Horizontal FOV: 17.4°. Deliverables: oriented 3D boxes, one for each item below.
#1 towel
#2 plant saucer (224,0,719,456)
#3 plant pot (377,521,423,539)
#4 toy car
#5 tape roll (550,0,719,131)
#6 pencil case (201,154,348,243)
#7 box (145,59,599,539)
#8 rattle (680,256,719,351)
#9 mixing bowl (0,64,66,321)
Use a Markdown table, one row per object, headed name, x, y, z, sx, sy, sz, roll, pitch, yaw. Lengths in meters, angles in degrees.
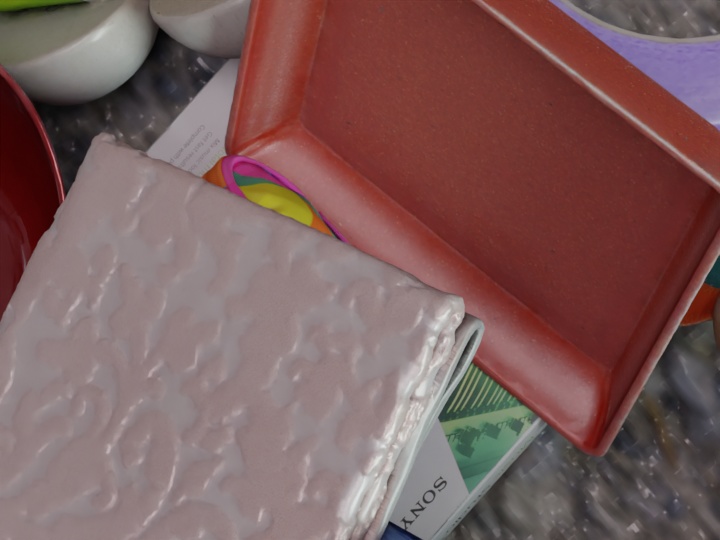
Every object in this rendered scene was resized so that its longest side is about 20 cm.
| name | x | y | z | sx | sy | sz | roll | pitch | yaw |
| --- | --- | --- | --- | --- | --- | --- | --- | --- | --- |
| towel | -0.071 | 0.069 | 0.830 | 0.190 | 0.032 | 0.201 | 23 | 85 | 36 |
| plant saucer | 0.043 | -0.044 | 0.864 | 0.199 | 0.200 | 0.037 | 39 | 63 | 12 |
| plant pot | 0.024 | 0.208 | 0.845 | 0.179 | 0.200 | 0.201 | 28 | 88 | -25 |
| toy car | -0.101 | -0.177 | 0.953 | 0.199 | 0.176 | 0.151 | -12 | 37 | 30 |
| tape roll | 0.116 | -0.133 | 0.912 | 0.198 | 0.085 | 0.202 | 0 | 71 | -1 |
| pencil case | -0.080 | 0.051 | 0.922 | 0.088 | 0.088 | 0.200 | 44 | 106 | 12 |
| box | 0.000 | 0.000 | 0.966 | 0.200 | 0.036 | 0.145 | 42 | 92 | 11 |
| rattle | 0.196 | 0.047 | 0.922 | 0.198 | 0.143 | 0.131 | -2 | 46 | 18 |
| mixing bowl | -0.200 | -0.001 | 0.965 | 0.198 | 0.108 | 0.202 | -1 | 82 | 10 |
